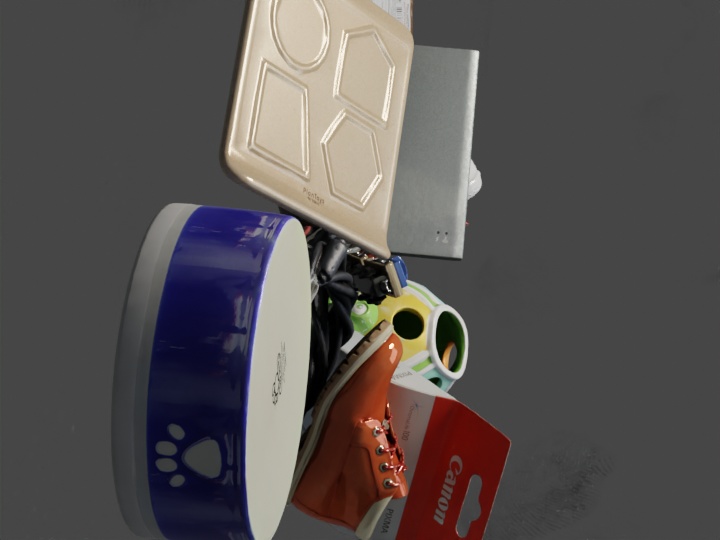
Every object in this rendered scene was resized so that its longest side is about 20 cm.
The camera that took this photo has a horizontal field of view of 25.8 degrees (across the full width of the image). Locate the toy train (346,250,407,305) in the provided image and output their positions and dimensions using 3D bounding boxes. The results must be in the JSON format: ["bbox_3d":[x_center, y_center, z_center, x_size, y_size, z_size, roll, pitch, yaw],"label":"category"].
[{"bbox_3d":[0.000,0.000,1.376,0.200,0.045,0.035,-159,-132,-72],"label":"toy train"}]

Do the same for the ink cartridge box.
[{"bbox_3d":[0.027,0.169,1.366,0.047,0.199,0.162,-9,123,-44],"label":"ink cartridge box"}]

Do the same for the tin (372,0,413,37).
[{"bbox_3d":[0.002,-0.223,1.405,0.200,0.041,0.114,-21,108,-67],"label":"tin"}]

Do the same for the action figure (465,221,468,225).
[{"bbox_3d":[0.105,-0.096,2.212,0.200,0.098,0.066,-50,146,-81],"label":"action figure"}]

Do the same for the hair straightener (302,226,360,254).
[{"bbox_3d":[-0.020,-0.039,1.387,0.200,0.076,0.041,-37,115,-76],"label":"hair straightener"}]

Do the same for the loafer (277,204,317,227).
[{"bbox_3d":[-0.035,-0.091,1.247,0.200,0.070,0.074,70,26,-72],"label":"loafer"}]

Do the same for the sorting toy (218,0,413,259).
[{"bbox_3d":[-0.032,-0.126,1.147,0.184,0.036,0.203,27,62,-48],"label":"sorting toy"}]

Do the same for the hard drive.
[{"bbox_3d":[0.038,-0.117,1.512,0.033,0.138,0.203,80,15,-85],"label":"hard drive"}]

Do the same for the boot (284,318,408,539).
[{"bbox_3d":[0.007,0.136,1.319,0.075,0.107,0.201,-44,162,-58],"label":"boot"}]

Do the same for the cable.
[{"bbox_3d":[-0.045,0.068,1.270,0.201,0.050,0.164,98,10,-49],"label":"cable"}]

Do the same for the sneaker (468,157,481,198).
[{"bbox_3d":[0.045,-0.153,1.568,0.200,0.075,0.116,48,-16,39],"label":"sneaker"}]

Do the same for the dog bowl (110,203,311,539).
[{"bbox_3d":[-0.085,0.063,0.947,0.200,0.078,0.203,4,90,-82],"label":"dog bowl"}]

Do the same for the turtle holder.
[{"bbox_3d":[0.022,0.059,1.503,0.187,0.130,0.142,62,37,-36],"label":"turtle holder"}]
